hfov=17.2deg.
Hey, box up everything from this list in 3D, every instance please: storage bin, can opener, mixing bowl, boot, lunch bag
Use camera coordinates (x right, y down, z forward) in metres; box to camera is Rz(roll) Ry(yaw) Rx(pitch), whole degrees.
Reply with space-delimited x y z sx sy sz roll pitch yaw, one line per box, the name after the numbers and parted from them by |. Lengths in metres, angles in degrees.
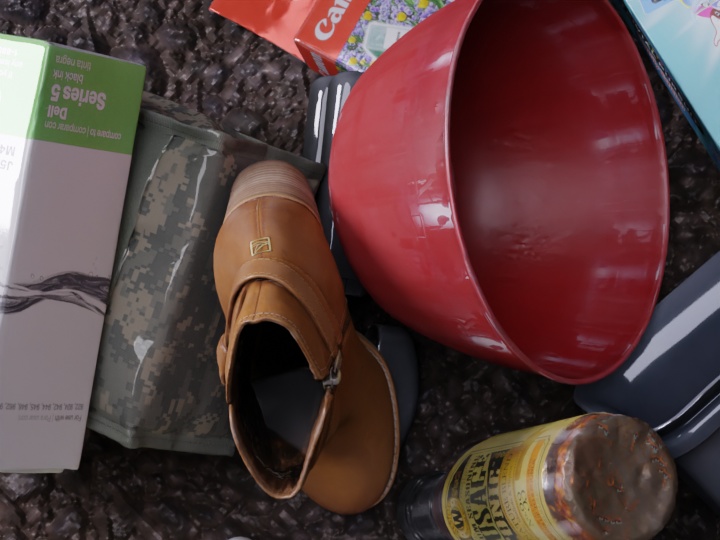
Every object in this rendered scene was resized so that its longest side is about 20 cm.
0.229 0.054 1.134 0.200 0.146 0.134 -42 105 -2 | storage bin
0.000 0.000 1.232 0.067 0.053 0.201 8 86 -22 | can opener
0.055 -0.041 1.144 0.108 0.200 0.201 -7 73 35 | mixing bowl
-0.023 0.062 1.104 0.076 0.155 0.201 -7 118 2 | boot
-0.142 -0.016 1.218 0.199 0.117 0.165 21 94 33 | lunch bag

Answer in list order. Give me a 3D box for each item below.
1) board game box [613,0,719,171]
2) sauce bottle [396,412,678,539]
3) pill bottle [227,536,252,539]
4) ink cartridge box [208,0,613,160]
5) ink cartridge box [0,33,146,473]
0.222 -0.141 1.239 0.151 0.047 0.200 -30 73 1 | board game box
0.076 0.109 1.126 0.066 0.200 0.066 5 76 -22 | sauce bottle
-0.103 0.230 1.164 0.200 0.112 0.112 -37 73 -1 | pill bottle
0.023 -0.146 1.271 0.200 0.050 0.109 29 83 14 | ink cartridge box
-0.197 -0.014 1.132 0.145 0.084 0.201 11 92 29 | ink cartridge box
